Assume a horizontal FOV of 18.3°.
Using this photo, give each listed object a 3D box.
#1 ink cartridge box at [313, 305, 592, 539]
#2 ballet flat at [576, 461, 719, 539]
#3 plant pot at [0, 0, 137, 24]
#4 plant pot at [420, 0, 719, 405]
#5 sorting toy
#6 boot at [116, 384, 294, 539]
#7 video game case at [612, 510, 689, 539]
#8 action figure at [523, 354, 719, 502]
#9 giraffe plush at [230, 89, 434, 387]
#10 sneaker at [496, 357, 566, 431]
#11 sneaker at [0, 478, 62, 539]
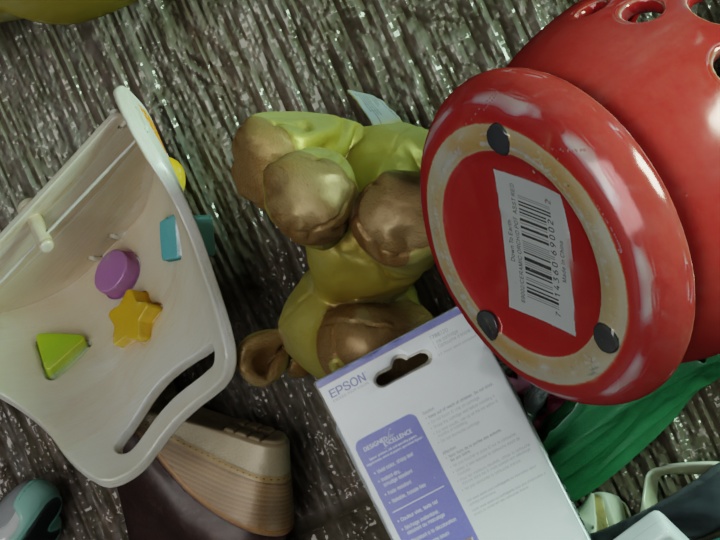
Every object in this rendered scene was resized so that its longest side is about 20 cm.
[{"bbox_3d":[0.062,0.128,1.225,0.099,0.039,0.201,-27,82,5],"label":"ink cartridge box"},{"bbox_3d":[0.165,0.153,1.290,0.200,0.073,0.073,-29,85,35],"label":"ballet flat"},{"bbox_3d":[-0.224,-0.232,1.346,0.189,0.200,0.201,-18,90,40],"label":"plant pot"},{"bbox_3d":[0.140,-0.044,1.130,0.200,0.182,0.201,35,139,38],"label":"plant pot"},{"bbox_3d":[-0.146,0.029,1.344,0.200,0.107,0.180,-44,53,18],"label":"sorting toy"},{"bbox_3d":[-0.136,0.157,1.415,0.199,0.072,0.167,19,108,26],"label":"boot"},{"bbox_3d":[0.129,0.234,1.203,0.200,0.182,0.023,-38,38,11],"label":"video game case"},{"bbox_3d":[0.124,0.092,1.278,0.200,0.118,0.055,-40,59,24],"label":"action figure"},{"bbox_3d":[0.000,0.000,1.284,0.172,0.200,0.163,10,108,-4],"label":"giraffe plush"},{"bbox_3d":[0.095,0.032,1.309,0.200,0.079,0.096,-44,57,21],"label":"sneaker"},{"bbox_3d":[-0.293,0.187,1.483,0.140,0.078,0.200,39,110,13],"label":"sneaker"}]
